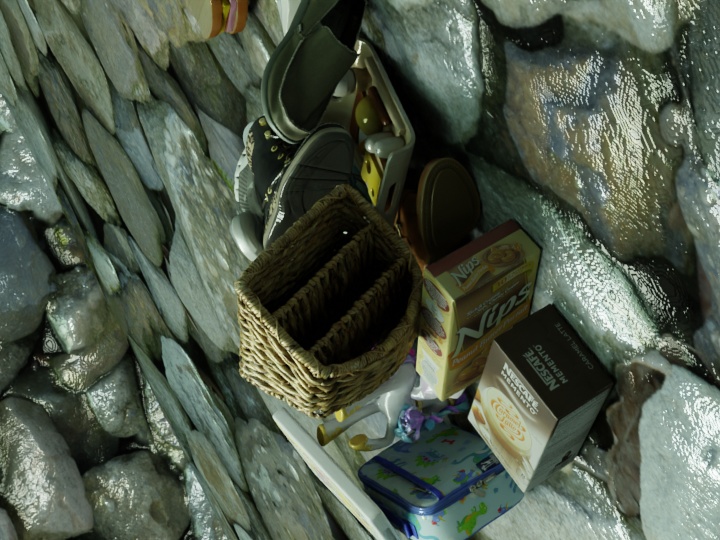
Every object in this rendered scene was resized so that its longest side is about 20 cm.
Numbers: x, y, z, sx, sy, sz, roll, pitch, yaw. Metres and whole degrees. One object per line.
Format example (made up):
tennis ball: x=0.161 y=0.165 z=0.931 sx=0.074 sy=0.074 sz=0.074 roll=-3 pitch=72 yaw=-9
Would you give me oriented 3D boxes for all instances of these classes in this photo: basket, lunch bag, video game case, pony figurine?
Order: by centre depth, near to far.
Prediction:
basket: x=-0.021 y=0.036 z=1.509 sx=0.143 sy=0.200 sz=0.149 roll=28 pitch=139 yaw=24
pony figurine: x=0.050 y=0.133 z=1.795 sx=0.167 sy=0.200 sz=0.193 roll=45 pitch=140 yaw=49
video game case: x=-0.021 y=0.277 z=1.842 sx=0.200 sy=0.023 sz=0.182 roll=43 pitch=170 yaw=32
lunch bag: x=0.099 y=0.271 z=1.851 sx=0.200 sy=0.161 sz=0.083 roll=21 pitch=136 yaw=62

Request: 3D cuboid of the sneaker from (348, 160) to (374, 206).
sneaker: x=-0.048 y=-0.123 z=1.794 sx=0.200 sy=0.086 sz=0.078 roll=32 pitch=144 yaw=54

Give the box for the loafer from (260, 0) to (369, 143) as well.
loafer: x=-0.045 y=-0.229 z=1.540 sx=0.075 sy=0.200 sz=0.070 roll=31 pitch=156 yaw=-37

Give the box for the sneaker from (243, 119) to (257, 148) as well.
sneaker: x=-0.081 y=-0.115 z=1.909 sx=0.073 sy=0.071 sz=0.200 roll=-35 pitch=74 yaw=44

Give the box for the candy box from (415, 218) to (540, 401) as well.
candy box: x=0.123 y=0.046 z=1.558 sx=0.055 sy=0.115 sz=0.200 roll=49 pitch=157 yaw=27

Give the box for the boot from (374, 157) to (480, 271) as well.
boot: x=0.070 y=-0.070 z=1.624 sx=0.155 sy=0.077 sz=0.200 roll=46 pitch=163 yaw=45

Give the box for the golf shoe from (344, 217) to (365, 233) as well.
golf shoe: x=0.000 y=0.000 z=1.723 sx=0.097 sy=0.078 sz=0.200 roll=20 pitch=151 yaw=24

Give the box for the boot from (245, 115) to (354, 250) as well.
boot: x=-0.074 y=-0.127 z=1.635 sx=0.200 sy=0.073 sz=0.151 roll=114 pitch=149 yaw=-45

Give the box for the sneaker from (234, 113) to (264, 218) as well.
sneaker: x=-0.096 y=-0.147 z=1.765 sx=0.066 sy=0.200 sz=0.090 roll=21 pitch=-179 yaw=-26

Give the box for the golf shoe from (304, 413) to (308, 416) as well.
golf shoe: x=-0.029 y=0.118 z=1.926 sx=0.073 sy=0.200 sz=0.092 roll=40 pitch=121 yaw=-1

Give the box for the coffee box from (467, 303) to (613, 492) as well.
coffee box: x=0.190 y=0.142 z=1.575 sx=0.114 sy=0.080 sz=0.200 roll=52 pitch=158 yaw=23

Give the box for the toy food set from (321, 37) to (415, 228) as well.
toy food set: x=-0.002 y=-0.145 z=1.604 sx=0.144 sy=0.060 sz=0.200 roll=103 pitch=154 yaw=-47

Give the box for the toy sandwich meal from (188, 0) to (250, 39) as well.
toy sandwich meal: x=-0.206 y=-0.389 z=1.848 sx=0.205 sy=0.070 sz=0.205 roll=49 pitch=157 yaw=30

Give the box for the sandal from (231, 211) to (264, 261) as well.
sandal: x=-0.103 y=-0.007 z=1.731 sx=0.203 sy=0.050 sz=0.083 roll=47 pitch=-153 yaw=-47

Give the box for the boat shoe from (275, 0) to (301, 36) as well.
boat shoe: x=-0.069 y=-0.316 z=1.630 sx=0.069 sy=0.072 sz=0.200 roll=-109 pitch=-2 yaw=-54
